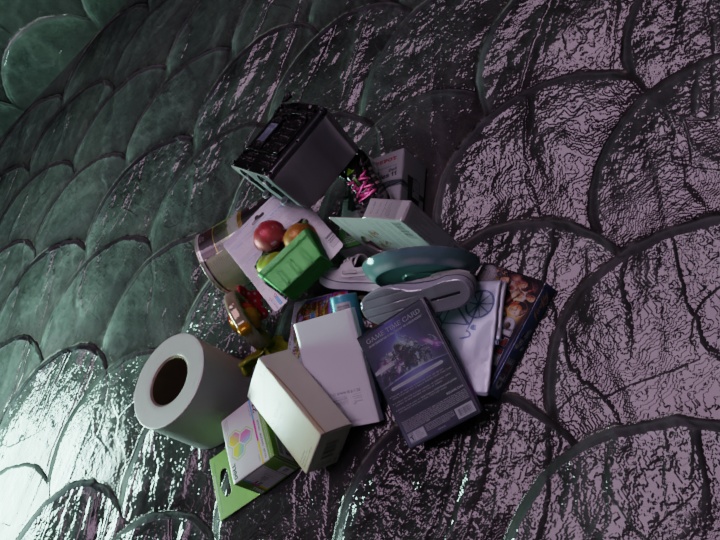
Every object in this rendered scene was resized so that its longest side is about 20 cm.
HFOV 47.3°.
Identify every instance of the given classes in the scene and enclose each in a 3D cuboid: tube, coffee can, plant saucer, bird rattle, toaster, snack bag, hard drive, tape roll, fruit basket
[{"bbox_3d":[-0.013,0.142,1.471,0.077,0.050,0.200,-16,81,40],"label":"tube"},{"bbox_3d":[-0.226,-0.058,1.730,0.200,0.146,0.146,-28,47,12],"label":"coffee can"},{"bbox_3d":[0.103,0.003,1.388,0.200,0.200,0.027,-14,68,35],"label":"plant saucer"},{"bbox_3d":[-0.217,0.098,1.648,0.113,0.163,0.200,-24,57,5],"label":"bird rattle"},{"bbox_3d":[-0.121,-0.223,1.544,0.200,0.119,0.181,-52,33,-10],"label":"toaster"},{"bbox_3d":[0.143,0.113,1.342,0.188,0.021,0.200,-6,63,33],"label":"snack bag"},{"bbox_3d":[-0.040,0.177,1.453,0.132,0.025,0.200,-17,85,33],"label":"hard drive"},{"bbox_3d":[-0.338,0.245,1.664,0.203,0.139,0.203,-22,51,31],"label":"tape roll"},{"bbox_3d":[-0.150,-0.047,1.598,0.185,0.094,0.200,-44,56,3],"label":"fruit basket"}]

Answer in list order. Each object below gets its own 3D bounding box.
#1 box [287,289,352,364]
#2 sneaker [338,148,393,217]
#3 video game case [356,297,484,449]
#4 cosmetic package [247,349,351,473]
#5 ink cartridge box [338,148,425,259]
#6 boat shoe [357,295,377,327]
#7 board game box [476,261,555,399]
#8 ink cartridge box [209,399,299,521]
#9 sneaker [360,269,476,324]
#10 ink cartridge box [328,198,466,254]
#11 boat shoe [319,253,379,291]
[{"bbox_3d":[-0.076,0.143,1.569,0.137,0.039,0.200,-15,55,34],"label":"box"},{"bbox_3d":[0.000,-0.164,1.539,0.074,0.087,0.200,-35,45,19],"label":"sneaker"},{"bbox_3d":[0.091,0.164,1.308,0.143,0.019,0.200,-34,73,27],"label":"video game case"},{"bbox_3d":[-0.111,0.245,1.451,0.200,0.073,0.104,43,129,34],"label":"cosmetic package"},{"bbox_3d":[0.042,-0.122,1.602,0.146,0.083,0.200,-16,54,34],"label":"ink cartridge box"},{"bbox_3d":[0.049,0.101,1.461,0.200,0.072,0.068,20,77,47],"label":"boat shoe"},{"bbox_3d":[0.214,0.094,1.346,0.135,0.035,0.200,21,79,46],"label":"board game box"},{"bbox_3d":[-0.224,0.351,1.540,0.200,0.076,0.148,-38,45,15],"label":"ink cartridge box"},{"bbox_3d":[0.099,0.046,1.351,0.200,0.071,0.073,-10,100,25],"label":"sneaker"},{"bbox_3d":[0.071,-0.060,1.450,0.176,0.200,0.045,7,68,44],"label":"ink cartridge box"},{"bbox_3d":[0.000,0.000,1.557,0.200,0.074,0.065,3,105,39],"label":"boat shoe"}]
